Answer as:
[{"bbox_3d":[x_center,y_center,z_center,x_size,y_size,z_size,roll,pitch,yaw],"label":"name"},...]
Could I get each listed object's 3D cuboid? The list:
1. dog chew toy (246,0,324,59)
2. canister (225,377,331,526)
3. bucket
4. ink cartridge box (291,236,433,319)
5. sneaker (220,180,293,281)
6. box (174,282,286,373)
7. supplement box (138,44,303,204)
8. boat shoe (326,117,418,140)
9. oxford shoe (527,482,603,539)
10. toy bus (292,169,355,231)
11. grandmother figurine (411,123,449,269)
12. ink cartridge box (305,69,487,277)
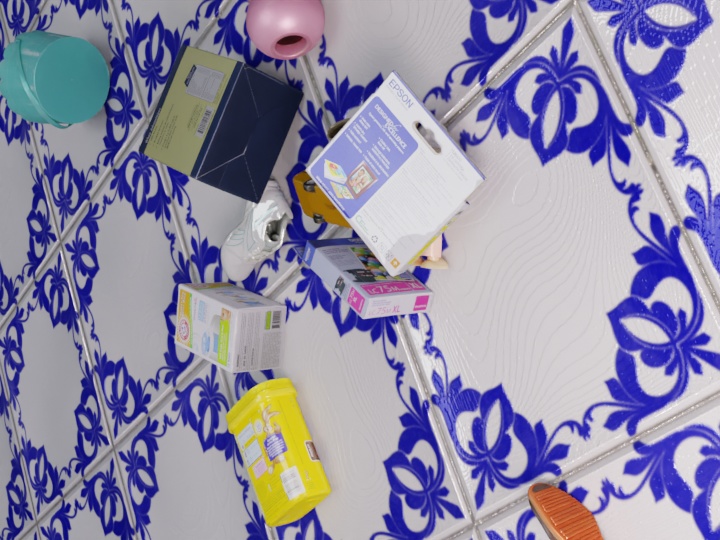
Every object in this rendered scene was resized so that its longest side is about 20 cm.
[{"bbox_3d":[-0.127,-0.432,1.818,0.124,0.124,0.201,-41,53,45],"label":"dog chew toy"},{"bbox_3d":[-0.135,0.300,1.898,0.149,0.086,0.201,-46,59,43],"label":"canister"},{"bbox_3d":[-0.631,-0.396,2.403,0.134,0.206,0.209,13,102,45],"label":"bucket"},{"bbox_3d":[0.000,0.000,1.677,0.200,0.119,0.042,40,123,43],"label":"ink cartridge box"},{"bbox_3d":[-0.175,-0.051,1.940,0.080,0.070,0.201,52,130,33],"label":"sneaker"},{"bbox_3d":[-0.226,0.094,1.986,0.199,0.101,0.113,19,107,50],"label":"box"},{"bbox_3d":[-0.232,-0.243,1.905,0.199,0.134,0.201,26,94,48],"label":"supplement box"},{"bbox_3d":[0.014,-0.197,1.656,0.200,0.065,0.072,-1,59,63],"label":"boat shoe"},{"bbox_3d":[0.261,0.348,1.407,0.200,0.071,0.073,54,136,35],"label":"oxford shoe"},{"bbox_3d":[-0.023,-0.109,1.721,0.199,0.078,0.065,16,130,52],"label":"toy bus"},{"bbox_3d":[0.089,-0.107,1.612,0.120,0.060,0.202,7,96,24],"label":"grandmother figurine"},{"bbox_3d":[0.051,-0.130,1.564,0.200,0.047,0.198,-44,77,26],"label":"ink cartridge box"}]
